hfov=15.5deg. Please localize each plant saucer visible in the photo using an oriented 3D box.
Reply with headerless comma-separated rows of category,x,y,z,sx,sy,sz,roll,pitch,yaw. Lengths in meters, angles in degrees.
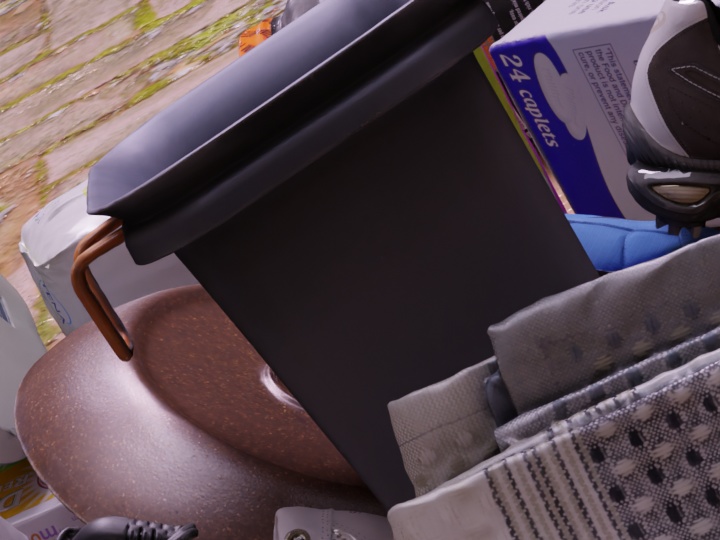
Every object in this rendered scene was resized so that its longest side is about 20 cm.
plant saucer,-0.018,0.054,0.911,0.200,0.037,0.200,14,23,-6

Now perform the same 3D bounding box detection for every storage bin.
storage bin,0.000,0.000,0.783,0.145,0.134,0.200,-34,8,-1

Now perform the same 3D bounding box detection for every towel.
towel,0.118,0.081,0.640,0.192,0.200,0.035,-25,-14,10

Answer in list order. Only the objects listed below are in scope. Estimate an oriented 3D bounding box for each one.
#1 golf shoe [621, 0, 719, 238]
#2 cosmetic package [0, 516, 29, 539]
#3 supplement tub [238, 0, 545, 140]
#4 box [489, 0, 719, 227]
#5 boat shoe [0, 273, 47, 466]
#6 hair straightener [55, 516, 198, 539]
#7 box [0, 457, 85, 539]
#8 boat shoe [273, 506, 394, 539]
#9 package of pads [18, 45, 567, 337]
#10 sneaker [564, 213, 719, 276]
golf shoe,0.194,-0.061,0.936,0.200,0.095,0.078,-1,26,-7
cosmetic package,-0.102,0.152,0.746,0.051,0.083,0.200,-27,57,2
supplement tub,0.049,-0.114,1.289,0.200,0.123,0.123,-24,20,13
box,0.193,-0.108,1.104,0.200,0.105,0.184,-5,30,50
boat shoe,-0.161,0.041,0.993,0.072,0.070,0.201,-46,19,4
hair straightener,-0.102,0.154,0.848,0.200,0.041,0.077,-51,50,29
box,-0.129,0.123,0.981,0.200,0.101,0.113,-24,20,13
boat shoe,-0.025,0.150,0.760,0.069,0.071,0.200,13,44,5
package of pads,-0.018,-0.001,1.055,0.200,0.155,0.068,-32,20,-7
sneaker,0.058,0.011,0.949,0.200,0.066,0.078,1,9,-34
